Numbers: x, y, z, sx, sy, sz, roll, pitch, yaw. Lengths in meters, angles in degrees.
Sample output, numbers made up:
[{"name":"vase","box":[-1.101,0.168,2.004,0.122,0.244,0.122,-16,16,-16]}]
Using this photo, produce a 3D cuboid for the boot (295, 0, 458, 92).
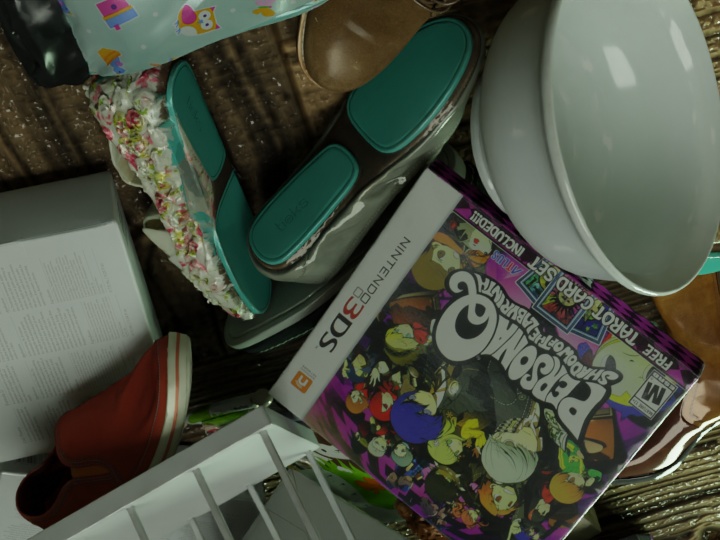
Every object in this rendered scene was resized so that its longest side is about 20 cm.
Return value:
[{"name":"boot","box":[0.028,-0.162,0.784,0.073,0.076,0.200,18,128,-28]}]

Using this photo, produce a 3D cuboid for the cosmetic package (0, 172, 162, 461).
[{"name":"cosmetic package","box":[-0.209,0.037,0.938,0.150,0.052,0.200,-13,137,-4]}]

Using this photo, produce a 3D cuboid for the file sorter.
[{"name":"file sorter","box":[-0.103,0.193,0.911,0.200,0.125,0.139,-30,165,3]}]

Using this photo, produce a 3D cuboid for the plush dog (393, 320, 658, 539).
[{"name":"plush dog","box":[0.106,0.107,0.966,0.199,0.160,0.172,-13,119,-36]}]

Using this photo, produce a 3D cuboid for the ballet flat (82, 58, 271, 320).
[{"name":"ballet flat","box":[-0.108,-0.050,0.881,0.064,0.076,0.200,-2,132,18]}]

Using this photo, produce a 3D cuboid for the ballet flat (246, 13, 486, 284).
[{"name":"ballet flat","box":[0.010,-0.070,0.881,0.200,0.067,0.064,-47,148,17]}]

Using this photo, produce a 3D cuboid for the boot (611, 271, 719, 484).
[{"name":"boot","box":[0.228,0.061,1.063,0.188,0.069,0.200,-18,135,6]}]

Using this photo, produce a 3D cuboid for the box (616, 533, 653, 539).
[{"name":"box","box":[0.174,0.255,1.206,0.142,0.036,0.200,-22,167,9]}]

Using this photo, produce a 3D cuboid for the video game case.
[{"name":"video game case","box":[0.071,0.065,0.877,0.200,0.036,0.182,38,111,7]}]

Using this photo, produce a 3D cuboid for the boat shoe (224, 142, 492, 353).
[{"name":"boat shoe","box":[0.000,0.000,0.944,0.200,0.076,0.060,-34,127,21]}]

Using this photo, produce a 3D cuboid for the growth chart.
[{"name":"growth chart","box":[-0.023,0.136,1.049,0.200,0.018,0.145,31,151,-21]}]

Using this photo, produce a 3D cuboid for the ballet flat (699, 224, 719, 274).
[{"name":"ballet flat","box":[0.150,-0.026,0.960,0.199,0.066,0.071,-3,160,-17]}]

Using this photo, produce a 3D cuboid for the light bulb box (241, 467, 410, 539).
[{"name":"light bulb box","box":[0.000,0.278,1.093,0.198,0.125,0.200,29,155,16]}]

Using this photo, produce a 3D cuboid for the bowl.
[{"name":"bowl","box":[0.125,-0.082,0.836,0.090,0.202,0.201,-6,146,39]}]

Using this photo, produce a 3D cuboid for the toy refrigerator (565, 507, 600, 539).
[{"name":"toy refrigerator","box":[0.103,0.143,1.112,0.070,0.076,0.200,-33,132,20]}]

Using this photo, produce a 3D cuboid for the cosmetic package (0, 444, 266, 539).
[{"name":"cosmetic package","box":[-0.190,0.191,1.110,0.199,0.052,0.151,11,130,-22]}]

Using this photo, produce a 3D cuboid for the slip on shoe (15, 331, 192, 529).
[{"name":"slip on shoe","box":[-0.162,0.109,0.930,0.061,0.074,0.200,19,133,-27]}]

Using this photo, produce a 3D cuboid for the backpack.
[{"name":"backpack","box":[-0.089,-0.178,0.707,0.199,0.127,0.167,-18,133,1]}]
